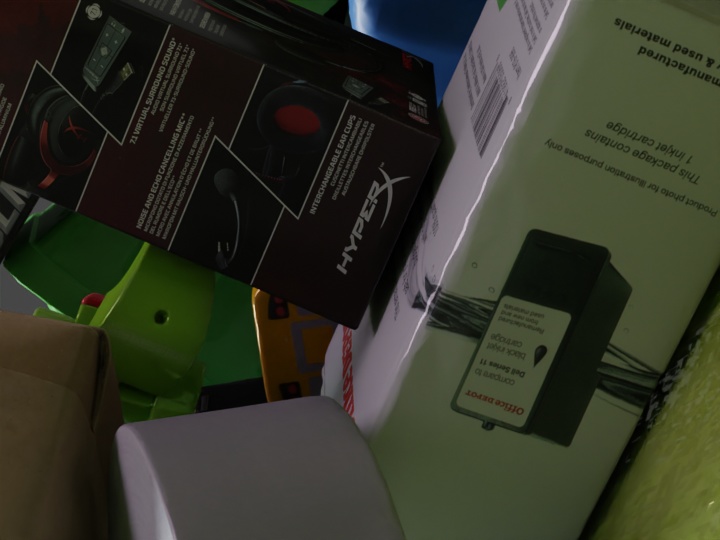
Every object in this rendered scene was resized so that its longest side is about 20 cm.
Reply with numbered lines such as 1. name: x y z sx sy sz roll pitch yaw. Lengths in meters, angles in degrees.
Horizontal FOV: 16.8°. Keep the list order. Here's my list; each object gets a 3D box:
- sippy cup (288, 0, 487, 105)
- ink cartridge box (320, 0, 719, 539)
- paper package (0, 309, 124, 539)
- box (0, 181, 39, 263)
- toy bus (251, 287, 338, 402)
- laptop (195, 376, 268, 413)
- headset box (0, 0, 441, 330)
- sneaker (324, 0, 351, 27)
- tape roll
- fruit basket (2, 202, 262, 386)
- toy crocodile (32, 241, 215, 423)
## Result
1. sippy cup: 0.051 -0.129 0.963 0.131 0.139 0.178 -76 13 -52
2. ink cartridge box: 0.061 -0.014 0.810 0.147 0.083 0.201 -91 25 -69
3. paper package: -0.183 0.086 0.820 0.191 0.199 0.104 89 -168 -59
4. box: -0.164 -0.077 1.211 0.200 0.050 0.198 -61 8 -6
5. toy bus: 0.000 0.000 1.006 0.200 0.078 0.065 -91 -9 -74
6. laptop: -0.032 0.128 0.943 0.187 0.199 0.116 -93 -8 -69
7. headset box: -0.077 -0.067 0.852 0.149 0.199 0.075 -85 18 -76
8. sneaker: 0.035 -0.121 1.149 0.200 0.106 0.075 -88 22 -66
9. tape roll: -0.027 0.141 0.734 0.200 0.066 0.201 172 90 -77
10. fruit basket: -0.115 0.055 1.299 0.156 0.215 0.216 -119 52 -78
11. toy crocodile: -0.091 0.046 0.890 0.200 0.067 0.062 115 172 -66
